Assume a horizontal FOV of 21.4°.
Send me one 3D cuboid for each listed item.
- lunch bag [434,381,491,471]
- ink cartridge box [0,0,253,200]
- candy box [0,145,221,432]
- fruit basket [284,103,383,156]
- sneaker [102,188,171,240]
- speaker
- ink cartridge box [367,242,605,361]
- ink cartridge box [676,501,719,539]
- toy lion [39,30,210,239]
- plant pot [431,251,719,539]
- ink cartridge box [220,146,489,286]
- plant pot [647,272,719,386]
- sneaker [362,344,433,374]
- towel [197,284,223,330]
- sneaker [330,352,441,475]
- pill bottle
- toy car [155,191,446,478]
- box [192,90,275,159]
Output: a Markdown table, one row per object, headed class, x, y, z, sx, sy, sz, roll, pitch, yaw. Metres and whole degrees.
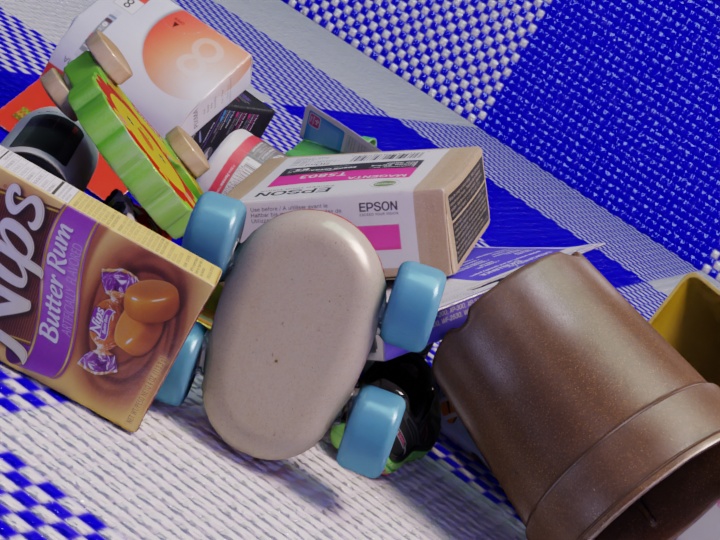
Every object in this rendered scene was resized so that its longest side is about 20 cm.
| class | x | y | z | sx | sy | sz | roll | pitch | yaw |
| --- | --- | --- | --- | --- | --- | --- | --- | --- | --- |
| lunch bag | 0.177 | 0.131 | 1.645 | 0.199 | 0.125 | 0.170 | 4 | 27 | -48 |
| ink cartridge box | -0.224 | -0.174 | 1.779 | 0.162 | 0.050 | 0.200 | 35 | 57 | 19 |
| candy box | -0.206 | 0.006 | 1.253 | 0.199 | 0.117 | 0.056 | 29 | 12 | -4 |
| fruit basket | 0.007 | -0.041 | 1.847 | 0.093 | 0.186 | 0.200 | -31 | 56 | -34 |
| sneaker | -0.173 | -0.010 | 1.497 | 0.085 | 0.077 | 0.200 | 33 | 12 | -14 |
| speaker | -0.260 | -0.076 | 1.533 | 0.081 | 0.082 | 0.200 | 28 | 12 | -8 |
| ink cartridge box | 0.065 | 0.024 | 1.508 | 0.197 | 0.044 | 0.199 | -20 | 10 | -33 |
| ink cartridge box | 0.338 | 0.196 | 1.575 | 0.083 | 0.201 | 0.145 | 35 | 13 | 23 |
| toy lion | -0.172 | -0.088 | 1.521 | 0.200 | 0.068 | 0.192 | 51 | 4 | -44 |
| plant pot | 0.166 | 0.107 | 1.425 | 0.199 | 0.200 | 0.200 | 52 | 20 | 23 |
| ink cartridge box | -0.004 | -0.047 | 1.576 | 0.198 | 0.076 | 0.165 | -3 | 15 | 14 |
| plant pot | 0.357 | 0.160 | 1.827 | 0.176 | 0.200 | 0.200 | 35 | 6 | -43 |
| sneaker | 0.000 | 0.000 | 1.675 | 0.199 | 0.140 | 0.078 | 37 | -2 | 15 |
| towel | -0.128 | 0.023 | 1.597 | 0.086 | 0.018 | 0.200 | 28 | 12 | -15 |
| sneaker | 0.036 | 0.103 | 1.506 | 0.076 | 0.084 | 0.200 | 32 | 13 | 4 |
| pill bottle | -0.058 | -0.036 | 1.770 | 0.199 | 0.111 | 0.111 | 32 | 12 | 6 |
| toy car | -0.047 | 0.045 | 1.395 | 0.183 | 0.178 | 0.200 | 19 | 0 | 1 |
| box | -0.195 | -0.155 | 1.927 | 0.122 | 0.107 | 0.200 | 36 | 14 | 19 |
